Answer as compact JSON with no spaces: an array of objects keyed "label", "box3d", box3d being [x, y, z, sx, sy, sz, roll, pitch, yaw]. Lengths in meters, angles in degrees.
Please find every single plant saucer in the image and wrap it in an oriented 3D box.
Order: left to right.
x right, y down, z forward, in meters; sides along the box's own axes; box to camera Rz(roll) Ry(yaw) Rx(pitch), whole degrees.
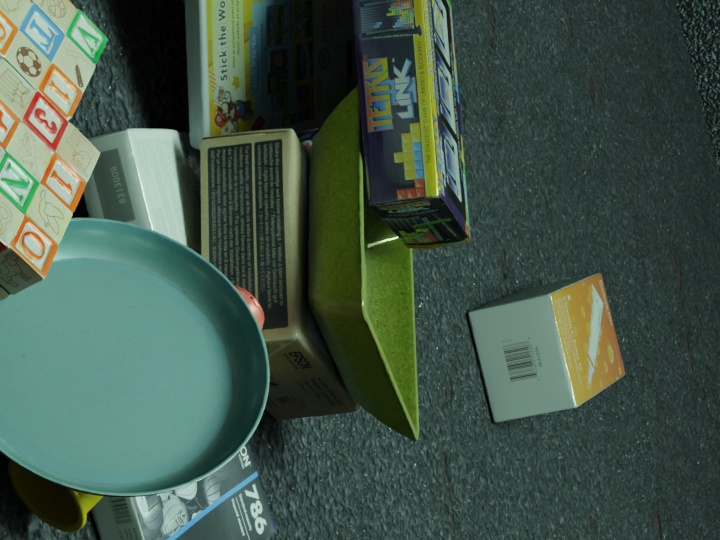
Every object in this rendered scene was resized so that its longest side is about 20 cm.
[{"label":"plant saucer","box3d":[-0.154,0.054,0.977,0.200,0.027,0.201,12,49,-14]},{"label":"plant saucer","box3d":[0.000,0.000,1.201,0.200,0.048,0.200,68,18,-54]}]

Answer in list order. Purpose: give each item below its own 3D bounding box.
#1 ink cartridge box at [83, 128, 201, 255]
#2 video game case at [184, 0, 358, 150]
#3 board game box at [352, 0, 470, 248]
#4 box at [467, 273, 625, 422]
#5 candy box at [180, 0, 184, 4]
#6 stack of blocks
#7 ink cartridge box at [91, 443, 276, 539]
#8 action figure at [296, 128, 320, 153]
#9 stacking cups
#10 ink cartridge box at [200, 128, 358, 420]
[{"label":"ink cartridge box","box3d":[-0.141,-0.021,1.170,0.200,0.047,0.161,-30,105,-81]},{"label":"video game case","box3d":[-0.057,-0.203,1.220,0.182,0.023,0.201,-16,114,-42]},{"label":"board game box","box3d":[0.039,-0.130,1.216,0.165,0.057,0.201,40,45,-73]},{"label":"box","box3d":[0.208,0.082,1.769,0.200,0.097,0.125,-17,93,-65]},{"label":"candy box","box3d":[-0.116,-0.250,1.243,0.200,0.102,0.026,42,38,-50]},{"label":"stack of blocks","box3d":[-0.219,-0.089,0.973,0.115,0.058,0.200,46,37,-29]},{"label":"ink cartridge box","box3d":[-0.113,0.162,1.125,0.200,0.039,0.100,-34,108,-64]},{"label":"action figure","box3d":[-0.016,-0.142,1.428,0.200,0.149,0.134,-39,116,-40]},{"label":"stacking cups","box3d":[-0.137,0.077,1.021,0.200,0.060,0.061,-48,123,-40]},{"label":"ink cartridge box","box3d":[-0.059,0.008,1.216,0.200,0.075,0.165,57,29,-67]}]
